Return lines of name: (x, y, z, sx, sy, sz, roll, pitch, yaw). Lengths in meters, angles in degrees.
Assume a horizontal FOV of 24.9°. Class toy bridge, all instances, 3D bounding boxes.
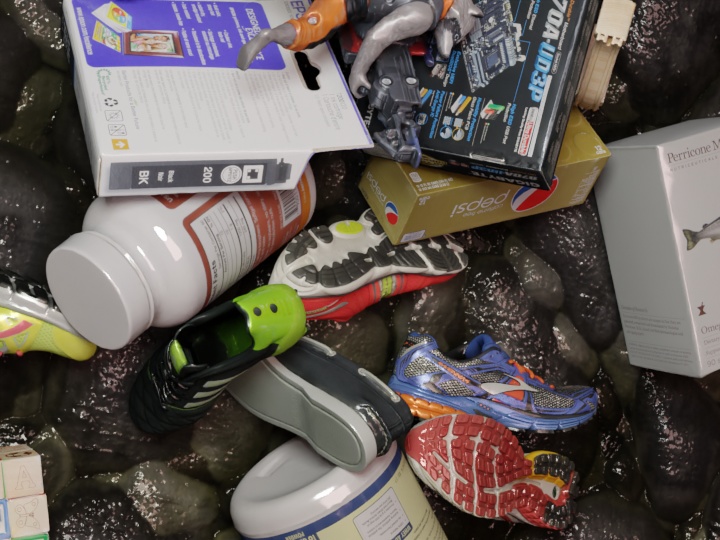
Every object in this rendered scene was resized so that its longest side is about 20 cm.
toy bridge: (0.193, -0.166, 1.331, 0.027, 0.200, 0.068, 15, 85, 3)

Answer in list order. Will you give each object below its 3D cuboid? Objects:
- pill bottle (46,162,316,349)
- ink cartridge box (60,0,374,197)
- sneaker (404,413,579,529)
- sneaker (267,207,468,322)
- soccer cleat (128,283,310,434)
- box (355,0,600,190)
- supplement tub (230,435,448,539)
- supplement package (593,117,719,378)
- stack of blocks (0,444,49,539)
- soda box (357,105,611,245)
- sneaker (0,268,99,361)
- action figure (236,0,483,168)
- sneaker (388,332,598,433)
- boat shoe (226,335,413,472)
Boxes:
pill bottle: (-0.133, -0.030, 1.206, 0.200, 0.112, 0.113, -40, 108, -38)
ink cartridge box: (-0.110, -0.133, 1.200, 0.198, 0.199, 0.044, -3, 133, -17)
sneaker: (0.097, 0.171, 1.336, 0.199, 0.082, 0.079, 31, 65, -45)
sneaker: (0.000, 0.000, 1.323, 0.199, 0.085, 0.077, -10, 57, -40)
soccer cleat: (-0.122, 0.066, 1.211, 0.081, 0.199, 0.068, -6, 67, -50)
box: (0.093, -0.175, 1.245, 0.157, 0.046, 0.202, 12, 79, 20)
supplement tub: (0.000, 0.234, 1.289, 0.144, 0.145, 0.201, -32, 104, -18)
supplement package: (0.291, -0.024, 1.416, 0.116, 0.117, 0.202, -17, 99, -21)
stack of blocks: (-0.290, 0.240, 1.211, 0.114, 0.058, 0.202, -6, 95, -23)
soda box: (0.103, -0.082, 1.334, 0.198, 0.064, 0.068, -13, 57, -31)
sneaker: (-0.291, 0.041, 1.199, 0.198, 0.078, 0.091, 18, 94, -17)
action figure: (0.004, -0.178, 1.160, 0.192, 0.105, 0.201, -1, 54, -28)
sneaker: (0.116, 0.095, 1.373, 0.198, 0.075, 0.079, 8, 86, -25)
boat shoe: (-0.045, 0.084, 1.251, 0.060, 0.199, 0.076, -30, 141, -34)
